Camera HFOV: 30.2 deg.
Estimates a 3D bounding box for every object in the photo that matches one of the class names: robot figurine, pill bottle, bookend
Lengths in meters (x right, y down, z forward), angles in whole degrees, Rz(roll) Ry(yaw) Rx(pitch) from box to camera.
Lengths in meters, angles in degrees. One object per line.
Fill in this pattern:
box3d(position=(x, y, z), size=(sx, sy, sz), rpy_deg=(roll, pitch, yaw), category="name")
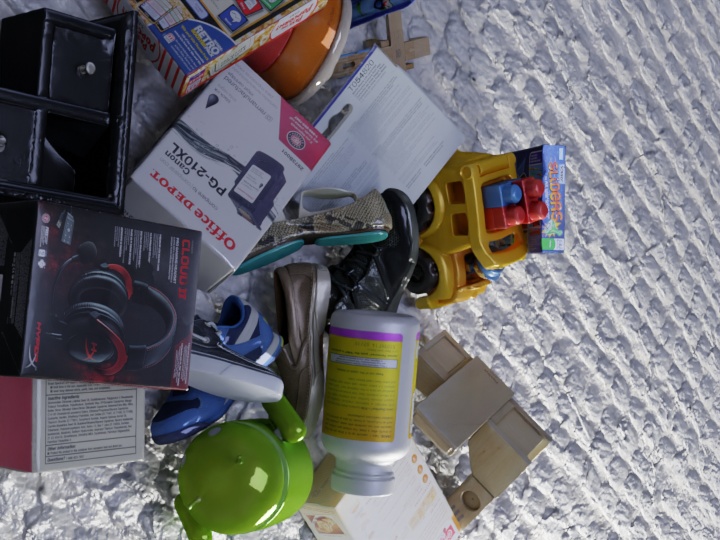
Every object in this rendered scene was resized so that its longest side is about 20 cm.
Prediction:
box3d(position=(-0.119, 0.216, 1.406), size=(0.176, 0.116, 0.200), rpy_deg=(-47, 166, 7), category="robot figurine")
box3d(position=(0.009, 0.148, 1.506), size=(0.104, 0.104, 0.202), rpy_deg=(3, 92, -48), category="pill bottle")
box3d(position=(-0.316, -0.160, 1.237), size=(0.198, 0.091, 0.202), rpy_deg=(10, 82, -47), category="bookend")

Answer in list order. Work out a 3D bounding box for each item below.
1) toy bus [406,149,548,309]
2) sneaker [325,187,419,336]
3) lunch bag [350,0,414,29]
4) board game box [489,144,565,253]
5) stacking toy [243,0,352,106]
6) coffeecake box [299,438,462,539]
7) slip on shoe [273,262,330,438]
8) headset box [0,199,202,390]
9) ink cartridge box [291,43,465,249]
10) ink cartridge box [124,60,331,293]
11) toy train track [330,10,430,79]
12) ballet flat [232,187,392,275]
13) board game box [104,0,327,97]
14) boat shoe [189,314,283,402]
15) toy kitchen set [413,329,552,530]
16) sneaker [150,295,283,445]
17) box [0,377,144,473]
box3d(position=(0.150, -0.054, 1.685), size=(0.135, 0.191, 0.202), rpy_deg=(-20, 106, -47), category="toy bus")
box3d(position=(0.000, 0.000, 1.569), size=(0.113, 0.076, 0.201), rpy_deg=(-5, 124, -42), category="sneaker")
box3d(position=(0.032, -0.362, 1.542), size=(0.094, 0.199, 0.151), rpy_deg=(48, 56, -37), category="lunch bag")
box3d(position=(0.211, -0.089, 1.753), size=(0.034, 0.200, 0.137), rpy_deg=(1, 90, -17), category="board game box")
box3d(position=(-0.121, -0.283, 1.453), size=(0.199, 0.146, 0.148), rpy_deg=(25, 71, -27), category="stacking toy")
box3d(position=(0.026, 0.301, 1.634), size=(0.154, 0.073, 0.201), rpy_deg=(-50, 125, -35), category="coffeecake box")
box3d(position=(-0.076, 0.091, 1.520), size=(0.060, 0.076, 0.202), rpy_deg=(3, 101, -23), category="slip on shoe")
box3d(position=(-0.228, 0.027, 1.186), size=(0.199, 0.075, 0.150), rpy_deg=(11, 81, -45), category="headset box")
box3d(position=(0.005, -0.140, 1.572), size=(0.200, 0.041, 0.200), rpy_deg=(-51, 132, -1), category="ink cartridge box")
box3d(position=(-0.147, -0.101, 1.398), size=(0.145, 0.084, 0.201), rpy_deg=(41, 58, -11), category="ink cartridge box")
box3d(position=(0.007, -0.261, 1.645), size=(0.199, 0.032, 0.116), rpy_deg=(-21, 113, -40), category="toy train track")
box3d(position=(-0.064, -0.052, 1.506), size=(0.198, 0.068, 0.076), rpy_deg=(-14, 79, -11), category="ballet flat")
box3d(position=(-0.150, -0.291, 1.368), size=(0.199, 0.046, 0.152), rpy_deg=(-35, 84, -26), category="board game box")
box3d(position=(-0.169, 0.079, 1.357), size=(0.072, 0.198, 0.068), rpy_deg=(101, 6, -66), category="boat shoe")
box3d(position=(0.097, 0.226, 1.705), size=(0.200, 0.181, 0.163), rpy_deg=(45, 36, 10), category="toy kitchen set")
box3d(position=(-0.166, 0.106, 1.425), size=(0.200, 0.073, 0.083), rpy_deg=(-50, 119, -41), category="sneaker")
box3d(position=(-0.284, 0.082, 1.261), size=(0.127, 0.108, 0.203), rpy_deg=(1, 89, -46), category="box")
